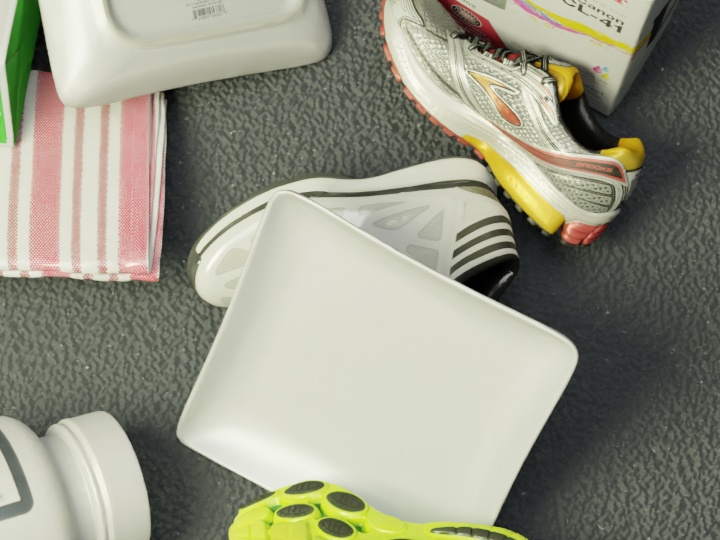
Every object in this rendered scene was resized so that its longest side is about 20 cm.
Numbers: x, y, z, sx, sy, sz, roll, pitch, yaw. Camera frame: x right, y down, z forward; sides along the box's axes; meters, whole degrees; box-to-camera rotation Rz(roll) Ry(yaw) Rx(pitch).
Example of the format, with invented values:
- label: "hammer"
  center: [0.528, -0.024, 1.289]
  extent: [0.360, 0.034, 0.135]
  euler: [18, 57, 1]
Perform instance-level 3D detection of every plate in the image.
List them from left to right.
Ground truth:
- label: "plate"
  center: [-0.109, -0.213, 1.487]
  extent: [0.199, 0.032, 0.201]
  euler: [-14, 96, -33]
- label: "plate"
  center: [0.010, 0.067, 1.437]
  extent: [0.199, 0.201, 0.032]
  euler: [28, 34, 7]

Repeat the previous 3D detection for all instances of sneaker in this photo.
- label: "sneaker"
  center: [0.000, 0.000, 1.462]
  extent: [0.199, 0.076, 0.116]
  euler: [-15, 41, -7]
- label: "sneaker"
  center: [0.011, 0.183, 1.436]
  extent: [0.199, 0.084, 0.074]
  euler: [13, 37, 20]
- label: "sneaker"
  center: [0.095, -0.111, 1.504]
  extent: [0.200, 0.078, 0.082]
  euler: [44, 118, 5]

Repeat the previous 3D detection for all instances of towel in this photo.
- label: "towel"
  center: [-0.218, -0.057, 1.491]
  extent: [0.198, 0.030, 0.147]
  euler: [2, 56, -4]

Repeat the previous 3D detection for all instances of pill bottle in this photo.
- label: "pill bottle"
  center: [-0.228, 0.150, 1.404]
  extent: [0.199, 0.120, 0.120]
  euler: [-15, 76, -25]

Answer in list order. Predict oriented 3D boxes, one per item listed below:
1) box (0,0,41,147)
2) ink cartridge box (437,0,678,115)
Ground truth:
- label: "box"
  center: [-0.283, -0.189, 1.496]
  extent: [0.175, 0.097, 0.201]
  euler: [7, 60, 0]
- label: "ink cartridge box"
  center: [0.122, -0.191, 1.474]
  extent: [0.147, 0.200, 0.086]
  euler: [32, 77, 7]
